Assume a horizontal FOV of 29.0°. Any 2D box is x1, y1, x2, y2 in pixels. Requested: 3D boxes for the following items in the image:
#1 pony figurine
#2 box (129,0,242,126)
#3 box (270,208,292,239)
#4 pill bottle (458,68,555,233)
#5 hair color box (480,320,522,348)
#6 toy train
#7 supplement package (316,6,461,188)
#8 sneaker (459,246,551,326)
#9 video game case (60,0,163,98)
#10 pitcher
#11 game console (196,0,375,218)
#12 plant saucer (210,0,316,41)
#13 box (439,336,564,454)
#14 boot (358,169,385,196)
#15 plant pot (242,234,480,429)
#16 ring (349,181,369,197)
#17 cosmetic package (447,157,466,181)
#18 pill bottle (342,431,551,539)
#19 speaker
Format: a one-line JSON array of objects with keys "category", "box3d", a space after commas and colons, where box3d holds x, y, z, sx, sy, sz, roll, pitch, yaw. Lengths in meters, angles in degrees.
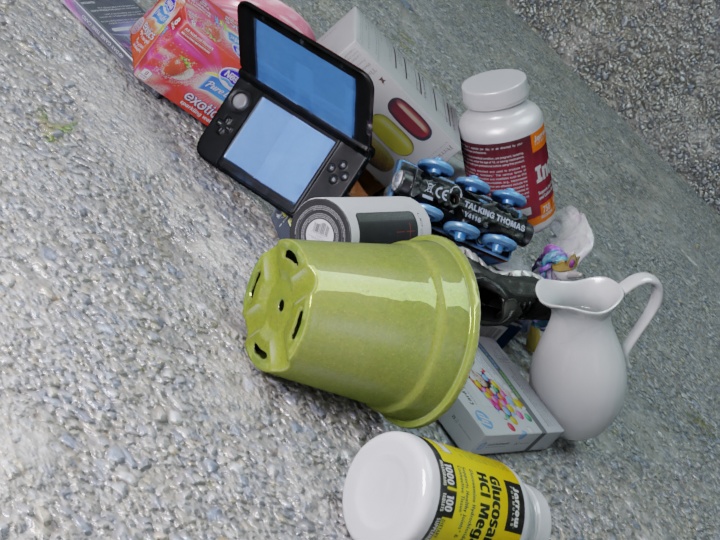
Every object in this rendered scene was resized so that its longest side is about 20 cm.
[{"category": "pony figurine", "box3d": [0.251, 0.016, 1.866, 0.165, 0.202, 0.194, -15, 39, -12]}, {"category": "box", "box3d": [-0.176, -0.246, 1.700, 0.199, 0.099, 0.096, 34, 28, -38]}, {"category": "box", "box3d": [0.000, 0.000, 1.653, 0.199, 0.051, 0.158, 23, 29, -39]}, {"category": "pill bottle", "box3d": [0.188, -0.152, 1.811, 0.113, 0.112, 0.202, -86, 165, -63]}, {"category": "hair color box", "box3d": [0.122, 0.012, 1.826, 0.099, 0.061, 0.201, 19, 32, -44]}, {"category": "toy train", "box3d": [0.116, -0.071, 1.714, 0.198, 0.088, 0.114, 21, -17, -20]}, {"category": "supplement package", "box3d": [0.022, -0.210, 1.756, 0.200, 0.113, 0.110, 42, 24, -23]}, {"category": "sneaker", "box3d": [0.174, 0.038, 1.710, 0.199, 0.067, 0.091, 21, 34, -30]}, {"category": "video game case", "box3d": [-0.288, -0.297, 1.751, 0.200, 0.019, 0.143, 46, 22, 5]}, {"category": "pitcher", "box3d": [0.293, 0.100, 1.721, 0.170, 0.202, 0.121, -10, 31, -14]}, {"category": "game console", "box3d": [-0.090, -0.172, 1.568, 0.199, 0.173, 0.119, 34, -1, 23]}, {"category": "plant saucer", "box3d": [-0.157, -0.299, 1.808, 0.199, 0.200, 0.051, 28, 67, -32]}, {"category": "box", "box3d": [0.140, 0.144, 1.642, 0.199, 0.041, 0.156, 7, 41, -54]}, {"category": "boot", "box3d": [-0.037, -0.147, 1.833, 0.144, 0.071, 0.201, 47, 18, 12]}, {"category": "plant pot", "box3d": [-0.012, 0.049, 1.395, 0.183, 0.201, 0.201, 11, 36, -33]}, {"category": "ring", "box3d": [0.036, -0.096, 1.785, 0.199, 0.019, 0.201, 33, 27, -20]}, {"category": "cosmetic package", "box3d": [0.081, -0.139, 1.940, 0.199, 0.075, 0.101, 30, 12, 30]}, {"category": "pill bottle", "box3d": [0.087, 0.225, 1.306, 0.199, 0.113, 0.113, 22, 30, -41]}, {"category": "speaker", "box3d": [0.003, -0.043, 1.565, 0.081, 0.081, 0.199, 49, 23, 18]}]
